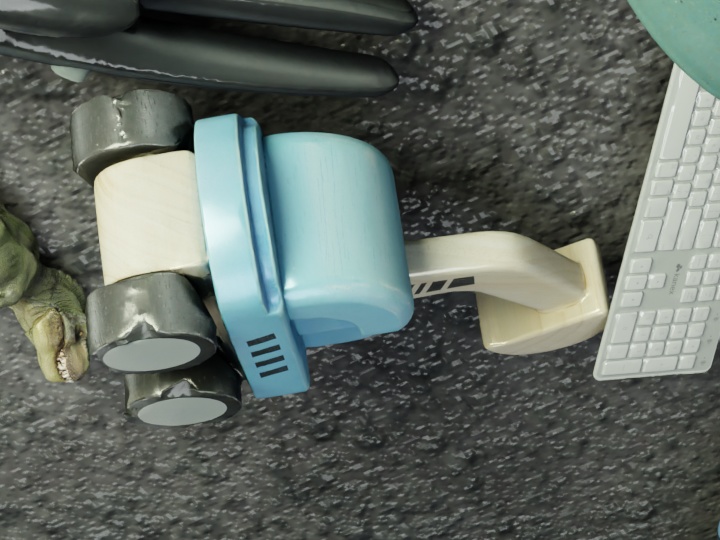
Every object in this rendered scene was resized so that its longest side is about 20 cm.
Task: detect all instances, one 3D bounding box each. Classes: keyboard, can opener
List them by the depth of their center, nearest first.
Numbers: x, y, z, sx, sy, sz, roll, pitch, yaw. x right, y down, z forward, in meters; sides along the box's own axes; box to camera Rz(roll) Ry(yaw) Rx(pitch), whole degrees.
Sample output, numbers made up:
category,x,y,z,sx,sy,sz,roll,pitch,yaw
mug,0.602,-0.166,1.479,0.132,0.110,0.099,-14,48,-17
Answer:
category,x,y,z,sx,sy,sz,roll,pitch,yaw
can opener,-0.073,-0.091,0.808,0.200,0.079,0.063,9,127,-29
keyboard,0.139,-0.037,0.894,0.056,0.011,0.200,-7,127,-24

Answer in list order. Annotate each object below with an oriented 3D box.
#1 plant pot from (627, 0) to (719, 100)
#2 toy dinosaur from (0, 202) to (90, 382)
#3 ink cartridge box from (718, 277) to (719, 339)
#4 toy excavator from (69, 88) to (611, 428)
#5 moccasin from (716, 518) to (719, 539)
category,x,y,z,sx,sy,sz,roll,pitch,yaw
plant pot,0.182,-0.145,0.703,0.200,0.201,0.188,23,144,-29
toy dinosaur,-0.178,-0.013,0.882,0.088,0.048,0.200,-27,140,1
ink cartridge box,0.262,0.005,0.973,0.200,0.047,0.160,30,126,-26
toy excavator,0.000,0.000,0.877,0.199,0.100,0.195,-8,158,3
moccasin,0.197,0.138,1.062,0.080,0.068,0.200,-32,163,-40
